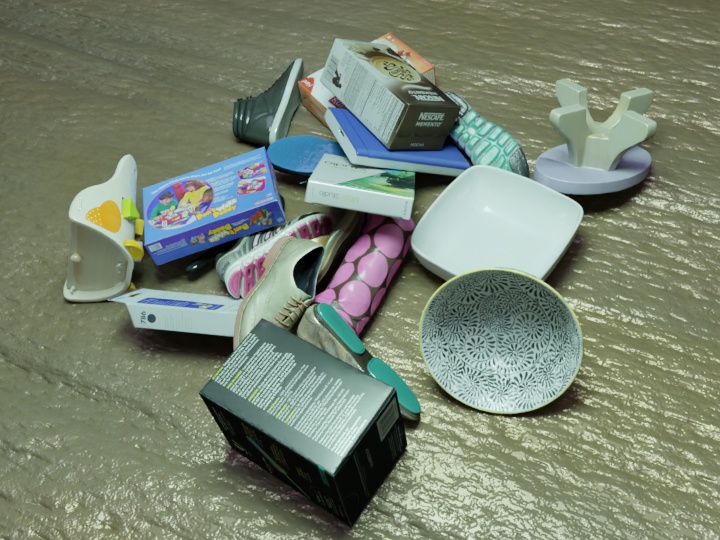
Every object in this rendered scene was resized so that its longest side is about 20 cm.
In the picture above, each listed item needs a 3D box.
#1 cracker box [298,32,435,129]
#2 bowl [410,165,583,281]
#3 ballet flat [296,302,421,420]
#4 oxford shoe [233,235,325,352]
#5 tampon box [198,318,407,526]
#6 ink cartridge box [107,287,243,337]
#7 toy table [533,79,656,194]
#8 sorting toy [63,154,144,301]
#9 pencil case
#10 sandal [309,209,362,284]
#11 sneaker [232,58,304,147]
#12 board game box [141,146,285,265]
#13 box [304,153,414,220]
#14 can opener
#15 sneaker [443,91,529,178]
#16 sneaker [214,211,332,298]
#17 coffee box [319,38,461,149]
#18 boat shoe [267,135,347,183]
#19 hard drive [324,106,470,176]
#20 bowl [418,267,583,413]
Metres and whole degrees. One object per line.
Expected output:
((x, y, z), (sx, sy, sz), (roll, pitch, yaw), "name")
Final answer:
((0.012, -0.319, 1.448), (0.200, 0.058, 0.134), (-33, 54, -15), "cracker box")
((0.191, -0.042, 1.193), (0.200, 0.075, 0.200), (28, 61, 26), "bowl")
((-0.007, 0.130, 1.089), (0.200, 0.068, 0.067), (48, 112, 9), "ballet flat")
((-0.106, 0.045, 1.100), (0.074, 0.071, 0.200), (4, 70, 44), "oxford shoe")
((-0.065, 0.180, 1.012), (0.200, 0.150, 0.126), (26, 61, 26), "tampon box")
((-0.240, 0.058, 1.173), (0.200, 0.039, 0.099), (6, 10, 13), "ink cartridge box")
((0.347, -0.195, 1.224), (0.200, 0.117, 0.184), (-26, 43, -35), "toy table")
((-0.366, -0.072, 1.250), (0.107, 0.200, 0.180), (13, 52, -13), "sorting toy")
((0.000, 0.000, 1.184), (0.094, 0.091, 0.200), (16, 58, 27), "pencil case")
((-0.063, -0.029, 1.197), (0.054, 0.080, 0.200), (34, 82, -7), "sandal")
((-0.161, -0.298, 1.450), (0.099, 0.071, 0.200), (10, 59, 11), "sneaker")
((-0.220, -0.098, 1.245), (0.200, 0.045, 0.135), (-18, 45, 1), "board game box")
((0.005, -0.122, 1.195), (0.144, 0.036, 0.200), (10, 19, 0), "box")
((-0.195, -0.062, 1.284), (0.063, 0.079, 0.200), (51, 60, -12), "can opener")
((0.194, -0.200, 1.324), (0.074, 0.088, 0.200), (-41, 78, 8), "sneaker")
((-0.132, -0.037, 1.240), (0.200, 0.074, 0.087), (-34, 43, -26), "sneaker")
((0.043, -0.272, 1.293), (0.113, 0.080, 0.200), (-7, 43, -41), "coffee box")
((-0.049, -0.163, 1.334), (0.200, 0.069, 0.084), (9, 67, 10), "boat shoe")
((0.057, -0.198, 1.296), (0.200, 0.025, 0.132), (3, 39, -29), "hard drive")
((0.181, 0.072, 1.062), (0.201, 0.201, 0.094), (7, 25, 14), "bowl")
